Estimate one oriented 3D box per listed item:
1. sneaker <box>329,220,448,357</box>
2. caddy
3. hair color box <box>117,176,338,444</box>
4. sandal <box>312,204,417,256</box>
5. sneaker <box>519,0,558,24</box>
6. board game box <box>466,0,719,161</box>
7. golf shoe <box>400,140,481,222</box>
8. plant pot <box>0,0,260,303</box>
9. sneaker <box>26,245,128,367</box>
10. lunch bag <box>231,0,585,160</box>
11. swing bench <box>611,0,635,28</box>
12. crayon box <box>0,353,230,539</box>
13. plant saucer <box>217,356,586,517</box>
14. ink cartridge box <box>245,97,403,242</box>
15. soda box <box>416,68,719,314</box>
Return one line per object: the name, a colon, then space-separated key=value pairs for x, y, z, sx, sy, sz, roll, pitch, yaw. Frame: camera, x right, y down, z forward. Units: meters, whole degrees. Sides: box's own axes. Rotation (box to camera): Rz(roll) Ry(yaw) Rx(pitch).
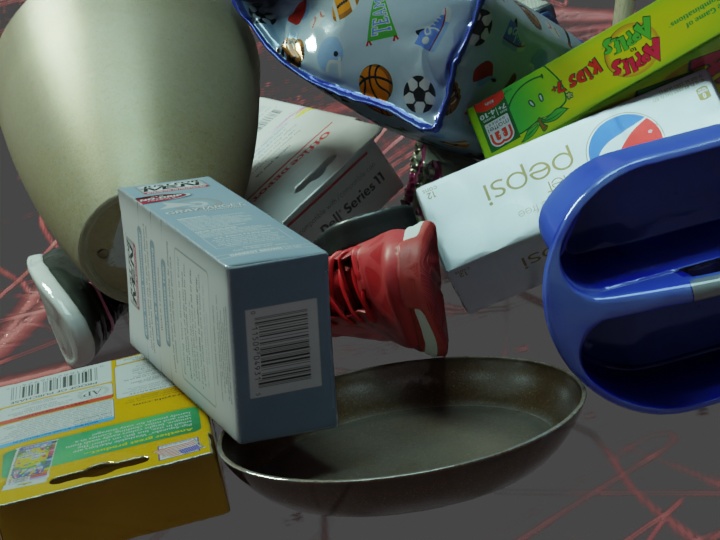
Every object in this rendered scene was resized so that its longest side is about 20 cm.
sneaker: x=-0.012 y=0.019 z=1.382 sx=0.115 sy=0.079 sz=0.200 roll=-6 pitch=-8 yaw=-2
caddy: x=0.190 y=-0.004 z=1.296 sx=0.199 sy=0.142 sz=0.105 roll=-15 pitch=13 yaw=-7
hair color box: x=-0.077 y=0.017 z=1.336 sx=0.060 sy=0.099 sz=0.200 roll=-9 pitch=17 yaw=-21
sandal: x=-0.001 y=0.000 z=1.539 sx=0.075 sy=0.048 sz=0.200 roll=-16 pitch=-6 yaw=-6
sneaker: x=0.111 y=-0.257 z=2.266 sx=0.077 sy=0.086 sz=0.200 roll=-23 pitch=20 yaw=-29
board game box: x=0.180 y=-0.115 z=1.539 sx=0.200 sy=0.048 sz=0.102 roll=-29 pitch=-31 yaw=17
golf shoe: x=0.075 y=-0.045 z=1.668 sx=0.091 sy=0.076 sz=0.200 roll=12 pitch=13 yaw=-5
plant pot: x=-0.148 y=-0.074 z=1.579 sx=0.187 sy=0.188 sz=0.200 roll=-13 pitch=37 yaw=0
sneaker: x=-0.172 y=0.009 z=1.643 sx=0.099 sy=0.071 sz=0.200 roll=-20 pitch=13 yaw=-7
lunch bag: x=0.029 y=-0.157 z=1.636 sx=0.200 sy=0.124 sz=0.170 roll=21 pitch=1 yaw=33
swing bench: x=0.274 y=-0.132 z=1.678 sx=0.198 sy=0.130 sz=0.200 roll=-7 pitch=23 yaw=17
crayon box: x=-0.143 y=0.105 z=1.348 sx=0.125 sy=0.052 sz=0.200 roll=-14 pitch=16 yaw=-3
plant saucer: x=0.023 y=0.091 z=1.283 sx=0.199 sy=0.032 sz=0.200 roll=-8 pitch=13 yaw=2
ink cartridge box: x=-0.052 y=-0.055 z=1.713 sx=0.117 sy=0.067 sz=0.200 roll=-43 pitch=26 yaw=-15
soda box: x=0.142 y=-0.049 z=1.507 sx=0.199 sy=0.064 sz=0.068 roll=-23 pitch=59 yaw=6
